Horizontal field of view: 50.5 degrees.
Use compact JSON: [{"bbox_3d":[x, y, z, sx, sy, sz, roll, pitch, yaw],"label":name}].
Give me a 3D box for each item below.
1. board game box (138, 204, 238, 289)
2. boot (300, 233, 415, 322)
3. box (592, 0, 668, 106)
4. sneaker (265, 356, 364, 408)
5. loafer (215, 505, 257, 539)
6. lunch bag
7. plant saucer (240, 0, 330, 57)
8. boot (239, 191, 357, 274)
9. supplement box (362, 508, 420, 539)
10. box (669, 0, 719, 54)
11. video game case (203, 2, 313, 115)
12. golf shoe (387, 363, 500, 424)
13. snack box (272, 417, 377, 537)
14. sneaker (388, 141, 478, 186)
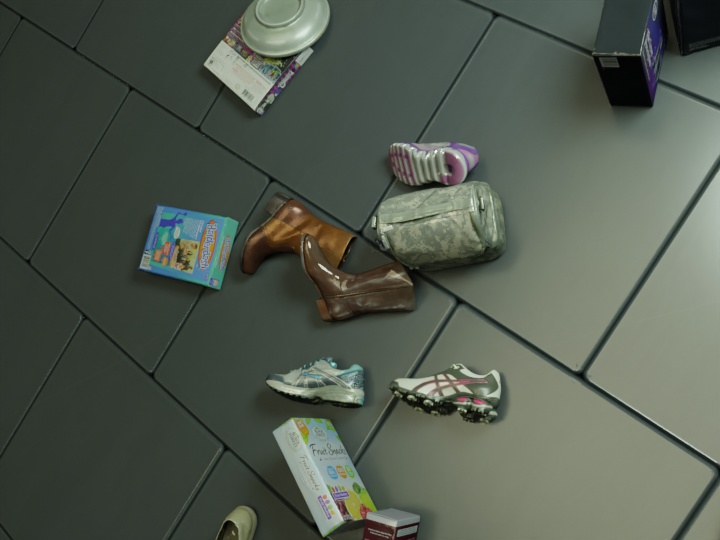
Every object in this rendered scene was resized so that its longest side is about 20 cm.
[{"bbox_3d":[-0.371,-0.052,1.643,0.200,0.045,0.152,12,83,28],"label":"board game box"},{"bbox_3d":[0.000,0.000,1.418,0.200,0.064,0.187,-11,107,26],"label":"boot"},{"bbox_3d":[0.441,-0.370,1.238,0.079,0.200,0.141,8,83,27],"label":"box"},{"bbox_3d":[-0.082,0.207,1.441,0.200,0.078,0.086,4,68,19],"label":"sneaker"},{"bbox_3d":[-0.254,0.545,1.438,0.076,0.068,0.200,8,82,27],"label":"loafer"},{"bbox_3d":[0.139,-0.083,1.337,0.200,0.168,0.140,-10,74,24],"label":"lunch bag"},{"bbox_3d":[-0.166,-0.546,1.623,0.200,0.050,0.200,-6,63,11],"label":"plant saucer"},{"bbox_3d":[-0.127,-0.033,1.528,0.200,0.068,0.188,33,90,17],"label":"boot"},{"bbox_3d":[0.040,0.510,1.284,0.061,0.109,0.200,6,80,27],"label":"supplement box"},{"bbox_3d":[0.550,-0.489,1.215,0.123,0.198,0.200,-11,74,23],"label":"box"},{"bbox_3d":[-0.227,-0.465,1.672,0.200,0.036,0.181,43,97,27],"label":"video game case"},{"bbox_3d":[0.148,0.208,1.332,0.200,0.077,0.088,7,61,24],"label":"golf shoe"},{"bbox_3d":[-0.060,0.359,1.346,0.053,0.142,0.200,-37,65,14],"label":"snack box"},{"bbox_3d":[0.140,-0.206,1.422,0.200,0.088,0.081,15,127,46],"label":"sneaker"}]
